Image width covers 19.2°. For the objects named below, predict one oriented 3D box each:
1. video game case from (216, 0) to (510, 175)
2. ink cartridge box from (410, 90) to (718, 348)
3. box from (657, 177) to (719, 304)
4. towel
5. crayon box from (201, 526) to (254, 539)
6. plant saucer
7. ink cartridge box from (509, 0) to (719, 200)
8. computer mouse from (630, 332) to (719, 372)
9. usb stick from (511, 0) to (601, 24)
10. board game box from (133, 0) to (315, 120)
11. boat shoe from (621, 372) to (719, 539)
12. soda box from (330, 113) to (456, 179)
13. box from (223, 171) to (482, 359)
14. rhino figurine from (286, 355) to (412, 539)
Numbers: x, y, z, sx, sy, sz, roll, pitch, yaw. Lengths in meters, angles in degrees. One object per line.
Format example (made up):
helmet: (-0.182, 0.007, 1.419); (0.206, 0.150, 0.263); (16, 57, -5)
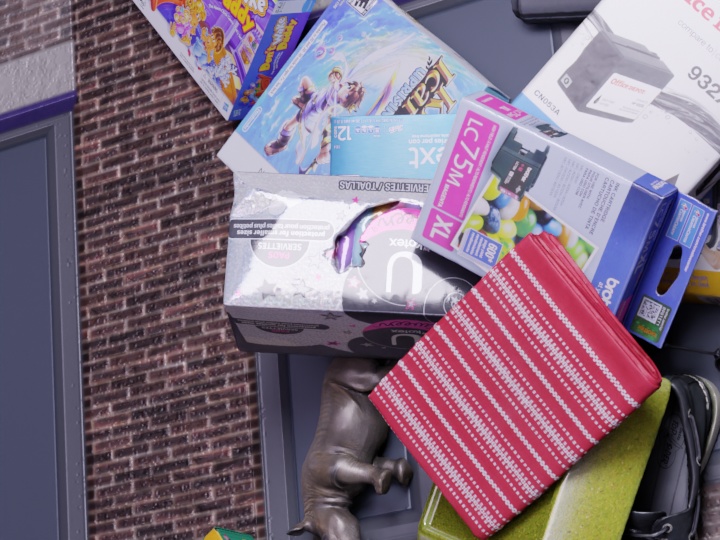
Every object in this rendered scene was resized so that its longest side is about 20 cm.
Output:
video game case: (-0.001, -0.119, 1.791); (0.181, 0.045, 0.200); (43, 100, 31)
ink cartridge box: (0.144, -0.033, 1.528); (0.200, 0.042, 0.120); (27, 114, 17)
box: (0.262, -0.076, 1.620); (0.119, 0.041, 0.201); (5, 82, 33)
towel: (0.110, 0.084, 1.536); (0.200, 0.022, 0.145); (-46, 75, 30)
crayon box: (-0.093, 0.322, 1.720); (0.119, 0.058, 0.200); (-46, 58, 13)
plant saucer: (0.121, 0.153, 1.600); (0.200, 0.048, 0.200); (14, 84, 55)
ink cartridge box: (0.213, -0.123, 1.567); (0.145, 0.084, 0.200); (44, 101, 12)
computer mouse: (0.237, 0.046, 1.595); (0.200, 0.059, 0.034); (17, 69, 33)
usb stick: (0.213, -0.225, 1.694); (0.199, 0.033, 0.056); (1, 79, 32)
board game box: (-0.128, -0.247, 1.871); (0.200, 0.045, 0.135); (51, 132, 31)
boat shoe: (0.215, 0.170, 1.566); (0.074, 0.066, 0.200); (17, 86, 33)
soda box: (0.079, -0.090, 1.682); (0.199, 0.068, 0.064); (0, 89, 14)
box: (0.000, 0.000, 1.657); (0.199, 0.132, 0.115); (2, 72, 3)
rhino figurine: (-0.007, 0.155, 1.712); (0.087, 0.060, 0.201); (12, 85, 30)
